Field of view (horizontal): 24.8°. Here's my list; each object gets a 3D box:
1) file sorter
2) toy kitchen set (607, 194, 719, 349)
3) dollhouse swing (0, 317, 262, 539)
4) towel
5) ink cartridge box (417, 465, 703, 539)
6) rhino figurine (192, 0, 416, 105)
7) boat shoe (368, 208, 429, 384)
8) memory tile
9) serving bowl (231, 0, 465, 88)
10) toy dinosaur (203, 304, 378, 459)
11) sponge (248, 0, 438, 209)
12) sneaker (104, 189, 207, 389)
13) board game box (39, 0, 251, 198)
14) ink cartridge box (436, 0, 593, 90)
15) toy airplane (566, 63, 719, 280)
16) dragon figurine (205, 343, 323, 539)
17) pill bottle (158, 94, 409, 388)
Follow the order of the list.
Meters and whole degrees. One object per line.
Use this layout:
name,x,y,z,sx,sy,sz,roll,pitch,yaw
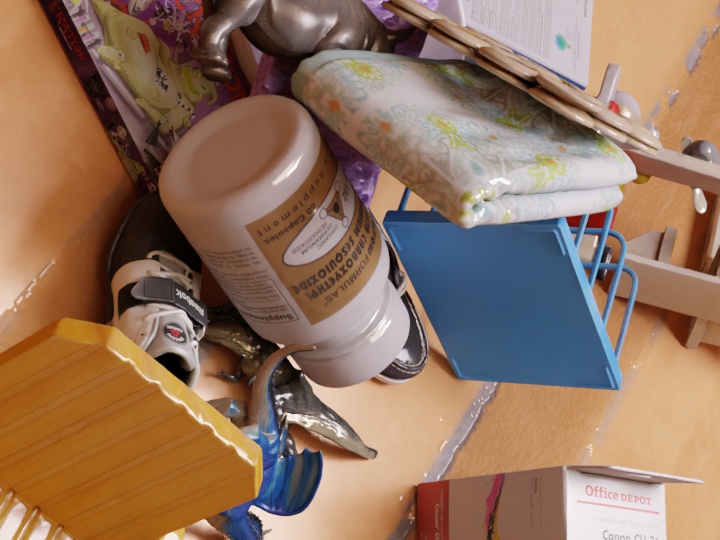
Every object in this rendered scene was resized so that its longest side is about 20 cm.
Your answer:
file sorter,0.127,-0.016,1.276,0.200,0.138,0.123,63,39,-45
toy kitchen set,0.326,-0.045,1.495,0.163,0.200,0.181,14,64,6
dollhouse swing,-0.188,0.154,0.977,0.200,0.176,0.182,44,55,-26
towel,0.073,-0.093,1.114,0.200,0.171,0.048,-8,127,-48
ink cartridge box,0.151,0.191,1.248,0.116,0.200,0.068,12,72,-39
rhino figurine,-0.030,-0.161,1.153,0.200,0.060,0.088,14,79,-34
boat shoe,0.000,0.000,1.254,0.074,0.060,0.200,-41,107,-39
memory tile,0.115,-0.142,1.171,0.153,0.200,0.017,14,109,-52
serving bowl,-0.019,-0.189,1.269,0.200,0.066,0.201,5,80,-30
toy dinosaur,-0.056,0.107,1.194,0.200,0.047,0.088,46,47,-28
sponge,-0.017,-0.150,1.210,0.111,0.030,0.200,26,70,-23
sneaker,-0.132,0.038,1.101,0.074,0.088,0.200,22,70,-33
board game box,-0.145,-0.146,1.186,0.120,0.032,0.200,-37,105,-44
ink cartridge box,0.106,-0.241,1.394,0.200,0.076,0.137,22,66,-38
toy airplane,0.197,-0.104,1.362,0.200,0.199,0.141,43,52,-24
dragon figurine,-0.066,0.131,1.112,0.099,0.059,0.200,19,105,-40
pill bottle,-0.044,-0.014,1.135,0.200,0.114,0.114,58,47,-39
